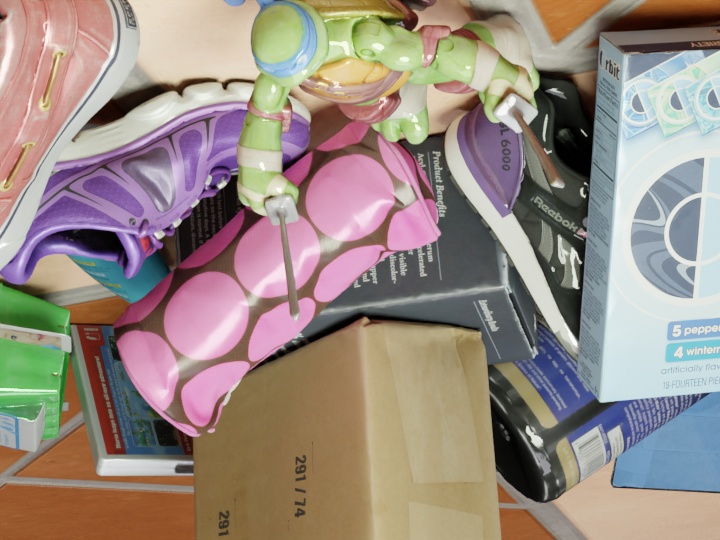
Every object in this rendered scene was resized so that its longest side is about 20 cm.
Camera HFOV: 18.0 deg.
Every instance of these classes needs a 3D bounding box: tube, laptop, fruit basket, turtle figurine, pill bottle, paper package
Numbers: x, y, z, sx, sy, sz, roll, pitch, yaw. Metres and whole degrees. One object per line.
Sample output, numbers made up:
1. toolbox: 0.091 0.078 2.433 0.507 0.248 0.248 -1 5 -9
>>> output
1. tube: -0.149 -0.006 1.417 0.050 0.077 0.200 -49 160 -8
2. laptop: 0.309 0.084 1.684 0.187 0.116 0.200 5 157 -28
3. fruit basket: -0.294 0.067 1.521 0.200 0.094 0.185 1 159 -8
4. turtle figurine: 0.017 -0.066 1.124 0.144 0.200 0.194 -52 165 21
5. pill bottle: 0.168 0.055 1.487 0.200 0.112 0.112 -32 164 -14
6. paper package: -0.011 0.151 1.363 0.103 0.200 0.191 11 155 -37

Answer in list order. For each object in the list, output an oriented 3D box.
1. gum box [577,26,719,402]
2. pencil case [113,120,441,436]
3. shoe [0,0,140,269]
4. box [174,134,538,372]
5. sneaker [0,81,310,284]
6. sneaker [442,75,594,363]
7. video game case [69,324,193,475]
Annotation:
1. gum box: 0.209 -0.033 1.240 0.170 0.200 0.045 -4 -157 -14
2. pencil case: -0.043 0.005 1.273 0.200 0.091 0.094 -39 124 5
3. shoe: -0.197 -0.066 1.127 0.091 0.071 0.200 1 137 -50
4. box: 0.000 0.000 1.393 0.200 0.104 0.148 -9 159 7
5. sneaker: -0.116 -0.041 1.248 0.200 0.083 0.081 -20 161 -16
6. sneaker: 0.135 -0.019 1.280 0.088 0.200 0.076 -32 -169 44
7. video game case: -0.095 0.090 1.579 0.200 0.143 0.017 2 127 -19
